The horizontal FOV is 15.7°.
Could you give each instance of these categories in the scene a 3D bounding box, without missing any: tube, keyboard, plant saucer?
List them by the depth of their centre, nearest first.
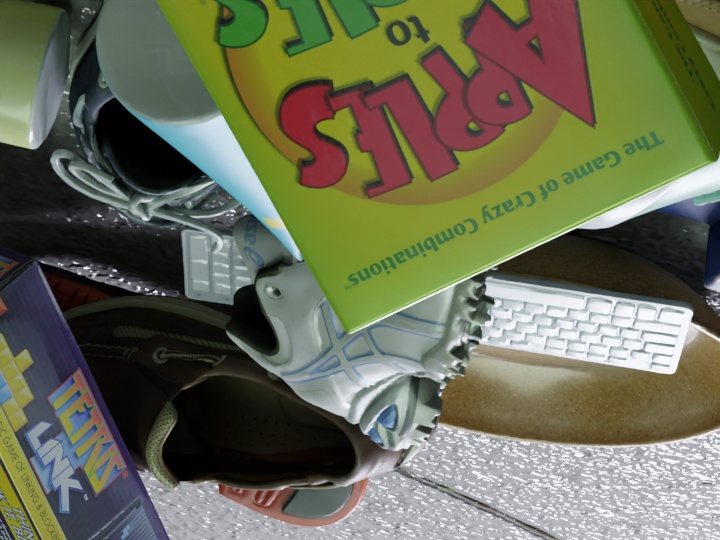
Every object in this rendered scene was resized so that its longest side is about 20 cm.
[{"bbox_3d":[-0.032,-0.053,0.812,0.050,0.078,0.200,16,177,11],"label":"tube"},{"bbox_3d":[-0.203,-0.090,0.913,0.199,0.052,0.058,12,126,3],"label":"tube"},{"bbox_3d":[0.028,0.011,1.021,0.199,0.011,0.056,9,157,3],"label":"keyboard"},{"bbox_3d":[0.071,0.025,1.100,0.199,0.036,0.200,9,159,3],"label":"plant saucer"}]

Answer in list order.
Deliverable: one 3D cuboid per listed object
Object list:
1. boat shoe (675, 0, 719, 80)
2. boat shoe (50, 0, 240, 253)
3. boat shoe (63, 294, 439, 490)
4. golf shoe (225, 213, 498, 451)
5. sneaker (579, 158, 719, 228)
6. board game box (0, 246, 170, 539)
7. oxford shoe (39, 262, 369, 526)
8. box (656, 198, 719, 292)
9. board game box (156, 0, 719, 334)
[{"bbox_3d":[0.054,-0.096,0.691,0.199,0.076,0.072,16,-163,-24],"label":"boat shoe"},{"bbox_3d":[-0.069,-0.052,0.925,0.075,0.062,0.200,14,158,-10],"label":"boat shoe"},{"bbox_3d":[-0.072,0.055,1.076,0.201,0.075,0.075,-1,112,27],"label":"boat shoe"},{"bbox_3d":[0.000,0.000,0.934,0.097,0.079,0.200,21,149,-2],"label":"golf shoe"},{"bbox_3d":[0.142,-0.047,0.840,0.118,0.074,0.200,15,159,-24],"label":"sneaker"},{"bbox_3d":[-0.166,0.067,1.092,0.165,0.057,0.201,18,140,42],"label":"board game box"},{"bbox_3d":[-0.084,0.047,1.174,0.199,0.073,0.071,29,118,0],"label":"oxford shoe"},{"bbox_3d":[0.213,-0.008,0.970,0.199,0.033,0.121,16,158,-14],"label":"box"},{"bbox_3d":[-0.005,-0.097,0.608,0.101,0.048,0.201,-25,104,18],"label":"board game box"}]
